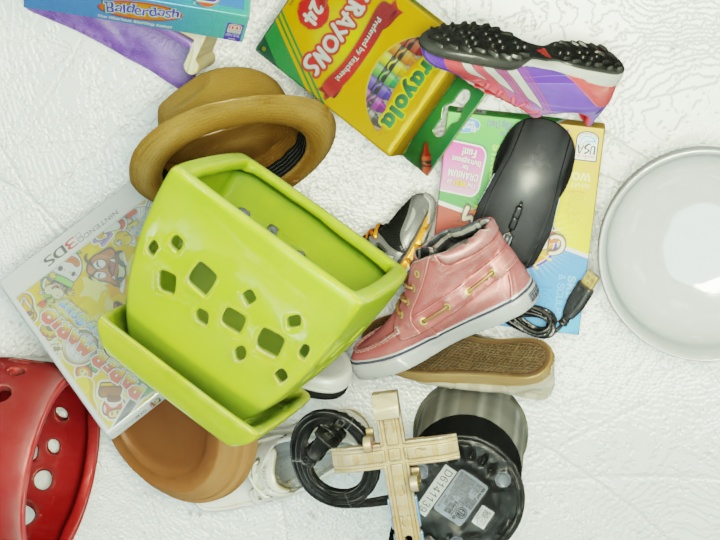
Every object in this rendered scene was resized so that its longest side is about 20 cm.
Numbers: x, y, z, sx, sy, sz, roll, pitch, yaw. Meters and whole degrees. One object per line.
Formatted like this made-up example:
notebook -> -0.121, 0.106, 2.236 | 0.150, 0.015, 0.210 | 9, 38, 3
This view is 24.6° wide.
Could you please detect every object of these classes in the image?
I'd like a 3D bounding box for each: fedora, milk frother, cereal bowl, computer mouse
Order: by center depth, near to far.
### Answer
computer mouse -> 0.166, -0.031, 1.533 | 0.139, 0.046, 0.201 | 26, 104, 1
cereal bowl -> 0.319, -0.021, 1.542 | 0.198, 0.083, 0.202 | 1, 104, 6
fedora -> -0.124, -0.132, 1.545 | 0.199, 0.201, 0.082 | -24, 62, 11
milk frother -> 0.050, 0.169, 1.561 | 0.180, 0.188, 0.200 | -38, 96, 12

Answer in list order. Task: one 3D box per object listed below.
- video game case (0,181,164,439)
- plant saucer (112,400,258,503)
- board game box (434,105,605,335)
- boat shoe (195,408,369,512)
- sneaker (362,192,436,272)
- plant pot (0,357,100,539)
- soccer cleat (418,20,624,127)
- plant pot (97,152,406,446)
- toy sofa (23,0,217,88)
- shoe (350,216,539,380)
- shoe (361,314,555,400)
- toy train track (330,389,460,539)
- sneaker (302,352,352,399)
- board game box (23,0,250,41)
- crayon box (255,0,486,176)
video game case -> -0.220, 0.029, 1.569 | 0.181, 0.023, 0.200 | -38, 67, -7
plant saucer -> -0.187, 0.137, 1.610 | 0.199, 0.037, 0.202 | 15, 115, 33
board game box -> 0.147, -0.048, 1.577 | 0.151, 0.040, 0.202 | 6, 103, 5
boat shoe -> -0.086, 0.195, 1.643 | 0.198, 0.069, 0.071 | -24, 101, 12
sneaker -> 0.000, 0.000, 1.588 | 0.077, 0.078, 0.200 | 39, 105, 2
plant pot -> -0.369, 0.180, 1.611 | 0.181, 0.200, 0.203 | 9, 104, 13
soccer cleat -> 0.140, -0.172, 1.478 | 0.198, 0.068, 0.074 | 5, 124, -23
plant pot -> -0.101, 0.029, 1.428 | 0.199, 0.199, 0.182 | 36, 104, 7
toy sofa -> -0.228, -0.247, 1.551 | 0.199, 0.083, 0.098 | 28, 103, -1
shoe -> 0.060, 0.025, 1.527 | 0.199, 0.072, 0.091 | -25, 107, 23
shoe -> 0.094, 0.089, 1.593 | 0.198, 0.054, 0.070 | 9, 60, 23
toy train track -> 0.036, 0.207, 1.458 | 0.113, 0.033, 0.202 | -8, 102, 9
sneaker -> -0.088, 0.112, 1.601 | 0.199, 0.073, 0.113 | 19, 125, 33
board game box -> -0.195, -0.295, 1.488 | 0.198, 0.045, 0.154 | 7, 63, -12
crayon box -> 0.017, -0.197, 1.530 | 0.199, 0.051, 0.127 | 38, 104, 10
